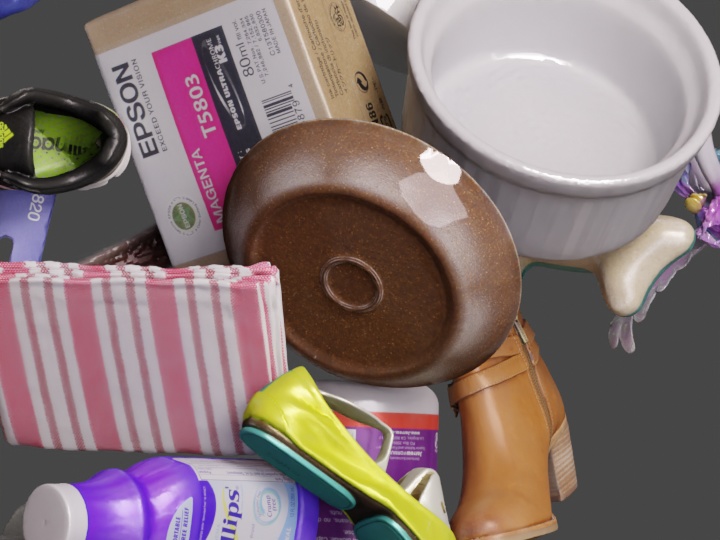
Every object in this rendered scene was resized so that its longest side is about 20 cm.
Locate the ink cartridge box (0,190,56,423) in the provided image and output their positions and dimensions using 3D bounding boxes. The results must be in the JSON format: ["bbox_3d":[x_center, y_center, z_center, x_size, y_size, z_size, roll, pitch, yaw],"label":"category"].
[{"bbox_3d":[-0.301,-0.016,1.675,0.200,0.041,0.200,14,83,-17],"label":"ink cartridge box"}]

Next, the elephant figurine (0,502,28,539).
[{"bbox_3d":[-0.188,0.205,1.670,0.200,0.141,0.155,-31,140,-26],"label":"elephant figurine"}]

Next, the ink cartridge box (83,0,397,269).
[{"bbox_3d":[-0.069,-0.097,1.686,0.075,0.165,0.200,-27,97,-56],"label":"ink cartridge box"}]

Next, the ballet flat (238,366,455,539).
[{"bbox_3d":[0.011,0.137,1.640,0.200,0.067,0.067,44,64,-13],"label":"ballet flat"}]

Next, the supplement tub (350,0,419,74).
[{"bbox_3d":[0.048,-0.245,1.746,0.144,0.144,0.200,33,78,-14],"label":"supplement tub"}]

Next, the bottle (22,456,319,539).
[{"bbox_3d":[-0.116,0.157,1.616,0.200,0.065,0.084,7,95,-44],"label":"bottle"}]

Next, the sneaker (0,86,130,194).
[{"bbox_3d":[-0.235,-0.081,1.633,0.200,0.087,0.074,-1,86,-17],"label":"sneaker"}]

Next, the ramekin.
[{"bbox_3d":[0.120,-0.101,1.649,0.200,0.098,0.201,6,51,-7],"label":"ramekin"}]

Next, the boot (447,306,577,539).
[{"bbox_3d":[0.082,0.099,1.732,0.074,0.200,0.155,-14,99,18],"label":"boot"}]

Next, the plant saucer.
[{"bbox_3d":[0.000,0.000,1.615,0.200,0.200,0.037,44,40,-11],"label":"plant saucer"}]

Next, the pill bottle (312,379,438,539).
[{"bbox_3d":[-0.006,0.173,1.725,0.112,0.112,0.200,3,87,-18],"label":"pill bottle"}]

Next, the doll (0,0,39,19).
[{"bbox_3d":[-0.278,-0.161,1.656,0.200,0.048,0.136,-32,63,-26],"label":"doll"}]

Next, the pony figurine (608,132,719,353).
[{"bbox_3d":[0.257,-0.043,1.805,0.193,0.166,0.200,-40,116,-42],"label":"pony figurine"}]

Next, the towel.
[{"bbox_3d":[-0.143,0.055,1.656,0.200,0.030,0.146,1,127,9],"label":"towel"}]

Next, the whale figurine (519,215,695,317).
[{"bbox_3d":[0.146,-0.042,1.755,0.159,0.200,0.104,-51,144,2],"label":"whale figurine"}]
